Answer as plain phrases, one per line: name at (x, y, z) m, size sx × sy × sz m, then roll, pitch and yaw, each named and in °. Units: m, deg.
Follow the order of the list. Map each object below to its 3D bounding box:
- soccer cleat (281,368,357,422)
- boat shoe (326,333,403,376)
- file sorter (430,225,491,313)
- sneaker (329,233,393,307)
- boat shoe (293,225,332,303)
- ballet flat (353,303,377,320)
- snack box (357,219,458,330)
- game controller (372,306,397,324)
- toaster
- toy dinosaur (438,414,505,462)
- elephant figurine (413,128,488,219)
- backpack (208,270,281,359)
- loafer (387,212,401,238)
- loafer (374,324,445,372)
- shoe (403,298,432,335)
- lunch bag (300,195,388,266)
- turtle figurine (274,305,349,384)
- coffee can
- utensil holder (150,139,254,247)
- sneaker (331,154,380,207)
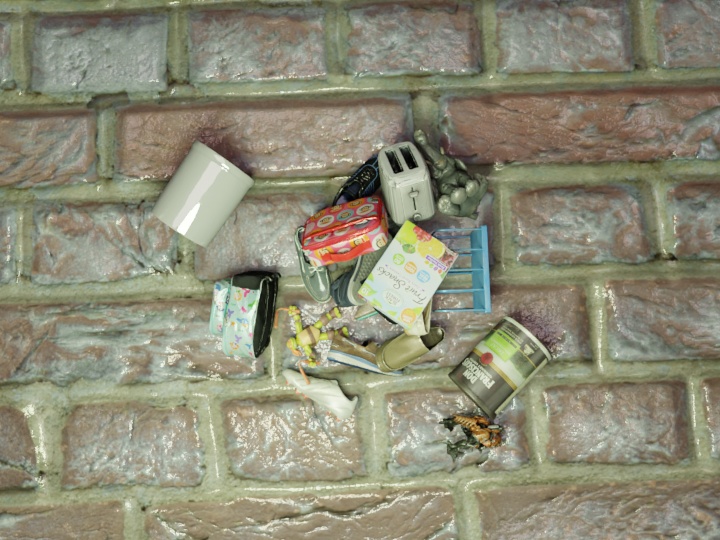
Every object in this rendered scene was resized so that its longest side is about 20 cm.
soccer cleat at (-0.099, 0.288, 1.325) m, size 0.199 × 0.069 × 0.078 m, roll 35°, pitch 82°, yaw -5°
boat shoe at (0.020, 0.204, 1.306) m, size 0.199 × 0.072 × 0.073 m, roll 20°, pitch 75°, yaw -23°
file sorter at (0.235, 0.003, 1.306) m, size 0.122 × 0.139 × 0.202 m, roll -2°, pitch 86°, yaw 1°
sneaker at (-0.002, 0.000, 1.315) m, size 0.077 × 0.146 × 0.203 m, roll 34°, pitch 67°, yaw -14°
boat shoe at (-0.121, -0.016, 1.346) m, size 0.072 × 0.062 × 0.201 m, roll -16°, pitch 86°, yaw -1°
ballet flat at (0.069, 0.065, 1.342) m, size 0.199 × 0.068 × 0.068 m, roll -18°, pitch 82°, yaw -11°
snack box at (0.106, 0.010, 1.207) m, size 0.142 × 0.053 × 0.201 m, roll 34°, pitch 80°, yaw 7°
game controller at (0.098, 0.026, 1.288) m, size 0.104 × 0.042 × 0.201 m, roll 46°, pitch 62°, yaw -34°
toaster at (0.105, -0.211, 1.280) m, size 0.113 × 0.130 × 0.201 m, roll -14°, pitch 45°, yaw -1°
toy dinosaur at (0.263, 0.373, 1.276) m, size 0.135 × 0.102 × 0.201 m, roll -21°, pitch 118°, yaw 25°
elephant figurine at (0.211, -0.233, 1.335) m, size 0.141 × 0.156 × 0.200 m, roll -15°, pitch 55°, yaw -34°
backpack at (-0.271, 0.105, 1.282) m, size 0.149 × 0.178 × 0.202 m, roll 2°, pitch 96°, yaw 4°
loafer at (0.089, -0.112, 1.348) m, size 0.200 × 0.068 × 0.071 m, roll -39°, pitch 77°, yaw -6°
loafer at (0.122, 0.177, 1.295) m, size 0.199 × 0.067 × 0.076 m, roll -27°, pitch 84°, yaw -28°
shoe at (0.148, 0.055, 1.269) m, size 0.070 × 0.053 × 0.202 m, roll 20°, pitch 75°, yaw -42°
lunch bag at (-0.035, -0.082, 1.244) m, size 0.199 × 0.177 × 0.082 m, roll -16°, pitch 124°, yaw 14°
turtle figurine at (-0.113, 0.166, 1.330) m, size 0.160 × 0.064 × 0.201 m, roll -22°, pitch 71°, yaw -11°
coffee can at (0.327, 0.229, 1.285) m, size 0.146 × 0.146 × 0.200 m, roll 45°, pitch 87°, yaw 3°
utensil holder at (-0.380, -0.181, 1.309) m, size 0.169 × 0.170 × 0.201 m, roll 34°, pitch 90°, yaw 2°
sneaker at (0.002, -0.211, 1.352) m, size 0.070 × 0.078 × 0.200 m, roll 37°, pitch 87°, yaw 3°
